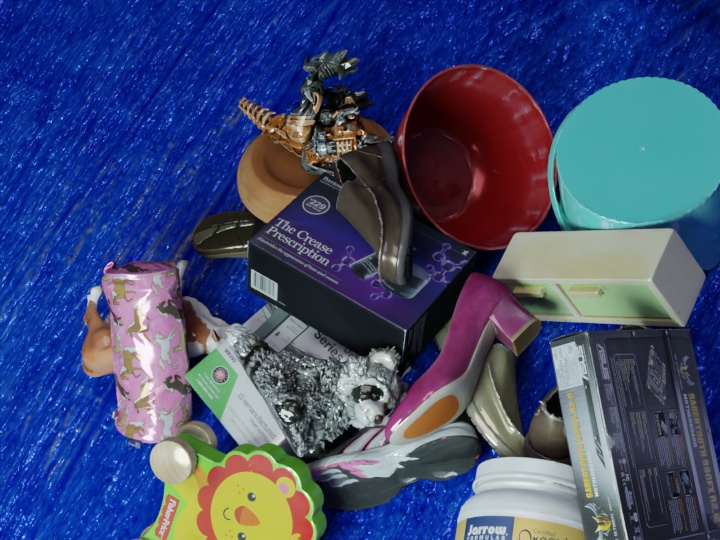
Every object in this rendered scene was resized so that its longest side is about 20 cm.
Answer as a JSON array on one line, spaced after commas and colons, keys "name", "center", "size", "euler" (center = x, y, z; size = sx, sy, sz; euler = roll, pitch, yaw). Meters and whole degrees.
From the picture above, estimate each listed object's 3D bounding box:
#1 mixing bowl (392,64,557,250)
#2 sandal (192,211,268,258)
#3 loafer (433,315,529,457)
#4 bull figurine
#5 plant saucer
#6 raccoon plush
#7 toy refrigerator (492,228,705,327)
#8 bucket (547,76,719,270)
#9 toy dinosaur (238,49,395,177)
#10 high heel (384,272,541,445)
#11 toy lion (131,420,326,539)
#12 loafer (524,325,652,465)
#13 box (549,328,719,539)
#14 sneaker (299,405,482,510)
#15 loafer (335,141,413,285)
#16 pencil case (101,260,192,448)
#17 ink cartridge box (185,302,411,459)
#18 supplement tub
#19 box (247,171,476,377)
[{"name": "mixing bowl", "center": [0.107, -0.116, 1.294], "size": [0.108, 0.199, 0.202], "euler": [-15, 45, 61]}, {"name": "sandal", "center": [-0.100, -0.031, 1.371], "size": [0.197, 0.055, 0.082], "euler": [-5, 47, 14]}, {"name": "loafer", "center": [0.134, 0.113, 1.208], "size": [0.068, 0.076, 0.201], "euler": [-30, 57, 6]}, {"name": "bull figurine", "center": [-0.235, 0.063, 1.360], "size": [0.198, 0.065, 0.123], "euler": [-13, 55, 8]}, {"name": "plant saucer", "center": [-0.052, -0.129, 1.388], "size": [0.197, 0.038, 0.202], "euler": [-4, 47, 4]}, {"name": "raccoon plush", "center": [-0.042, 0.091, 1.172], "size": [0.133, 0.097, 0.201], "euler": [-31, 60, -10]}, {"name": "toy refrigerator", "center": [0.236, 0.009, 1.180], "size": [0.199, 0.076, 0.070], "euler": [1, 53, 48]}, {"name": "bucket", "center": [0.300, -0.093, 1.231], "size": [0.205, 0.135, 0.209], "euler": [-8, 60, 13]}, {"name": "toy dinosaur", "center": [-0.049, -0.176, 1.349], "size": [0.198, 0.102, 0.137], "euler": [24, 69, 2]}, {"name": "high heel", "center": [0.081, 0.084, 1.162], "size": [0.200, 0.068, 0.096], "euler": [-43, 55, -11]}, {"name": "toy lion", "center": [-0.133, 0.259, 1.180], "size": [0.190, 0.069, 0.202], "euler": [26, 108, 15]}, {"name": "loafer", "center": [0.239, 0.114, 1.143], "size": [0.073, 0.071, 0.200], "euler": [30, 53, 27]}, {"name": "box", "center": [0.258, 0.155, 1.070], "size": [0.048, 0.157, 0.203], "euler": [-22, 73, 48]}, {"name": "sneaker", "center": [0.028, 0.184, 1.216], "size": [0.198, 0.081, 0.087], "euler": [-14, 39, 8]}, {"name": "loafer", "center": [0.011, -0.055, 1.179], "size": [0.070, 0.074, 0.201], "euler": [-5, 37, -6]}, {"name": "pencil case", "center": [-0.233, 0.087, 1.277], "size": [0.082, 0.086, 0.203], "euler": [12, 108, 52]}, {"name": "ink cartridge box", "center": [-0.066, 0.109, 1.268], "size": [0.200, 0.084, 0.146], "euler": [-42, 59, -8]}, {"name": "supplement tub", "center": [0.152, 0.286, 1.068], "size": [0.143, 0.145, 0.202], "euler": [2, 63, 18]}, {"name": "box", "center": [0.000, 0.000, 1.221], "size": [0.199, 0.079, 0.141], "euler": [28, 48, 21]}]
